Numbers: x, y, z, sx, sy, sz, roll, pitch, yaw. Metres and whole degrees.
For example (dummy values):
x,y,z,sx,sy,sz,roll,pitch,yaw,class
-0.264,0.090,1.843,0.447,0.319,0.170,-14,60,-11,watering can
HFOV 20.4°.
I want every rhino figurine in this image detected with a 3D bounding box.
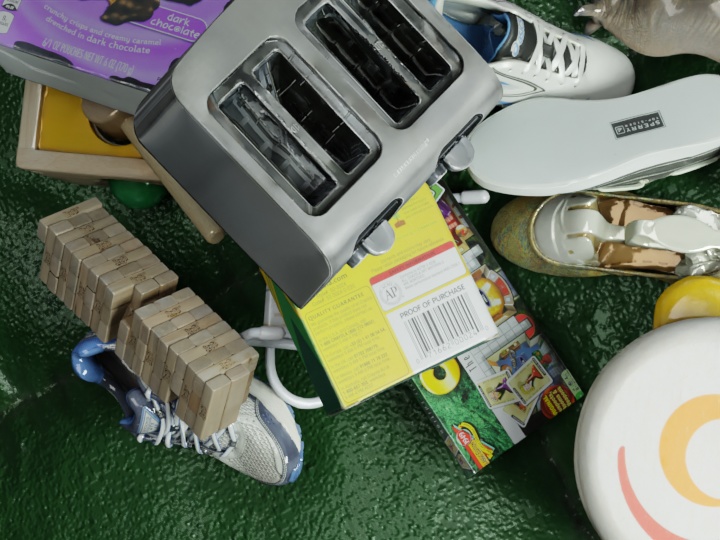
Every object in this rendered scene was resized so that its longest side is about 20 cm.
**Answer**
x,y,z,sx,sy,sz,roll,pitch,yaw,class
0.226,-0.192,1.418,0.199,0.060,0.088,11,85,19,rhino figurine

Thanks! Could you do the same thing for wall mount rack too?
x,y,z,sx,sy,sz,roll,pitch,yaw,class
0.000,0.000,1.457,0.173,0.075,0.201,6,79,-17,wall mount rack

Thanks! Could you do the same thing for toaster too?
x,y,z,sx,sy,sz,roll,pitch,yaw,class
-0.031,-0.108,1.293,0.200,0.119,0.181,46,69,-4,toaster

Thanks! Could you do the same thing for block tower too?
x,y,z,sx,sy,sz,roll,pitch,yaw,class
-0.155,0.033,1.449,0.200,0.054,0.058,43,137,25,block tower

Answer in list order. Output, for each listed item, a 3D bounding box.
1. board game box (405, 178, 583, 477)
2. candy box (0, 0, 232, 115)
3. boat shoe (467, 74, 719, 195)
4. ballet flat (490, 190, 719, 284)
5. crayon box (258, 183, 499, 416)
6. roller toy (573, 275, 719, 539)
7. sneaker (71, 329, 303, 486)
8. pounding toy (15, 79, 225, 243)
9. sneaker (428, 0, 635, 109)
x,y,z,sx,sy,sz,roll,pitch,yaw,class
0.063,0.034,1.423,0.105,0.023,0.201,-34,89,-16,board game box
-0.149,-0.216,1.406,0.167,0.072,0.201,18,77,14,candy box
0.171,-0.083,1.401,0.199,0.064,0.071,-9,65,-1,boat shoe
0.185,-0.026,1.413,0.199,0.071,0.071,8,88,16,ballet flat
-0.005,-0.018,1.376,0.126,0.051,0.201,-24,87,-17,crayon box
0.232,0.123,1.349,0.182,0.140,0.200,-41,84,1,roller toy
-0.132,0.104,1.473,0.199,0.085,0.077,33,126,21,sneaker
-0.154,-0.121,1.476,0.183,0.142,0.201,5,87,16,pounding toy
0.113,-0.148,1.394,0.199,0.072,0.072,11,81,-27,sneaker
